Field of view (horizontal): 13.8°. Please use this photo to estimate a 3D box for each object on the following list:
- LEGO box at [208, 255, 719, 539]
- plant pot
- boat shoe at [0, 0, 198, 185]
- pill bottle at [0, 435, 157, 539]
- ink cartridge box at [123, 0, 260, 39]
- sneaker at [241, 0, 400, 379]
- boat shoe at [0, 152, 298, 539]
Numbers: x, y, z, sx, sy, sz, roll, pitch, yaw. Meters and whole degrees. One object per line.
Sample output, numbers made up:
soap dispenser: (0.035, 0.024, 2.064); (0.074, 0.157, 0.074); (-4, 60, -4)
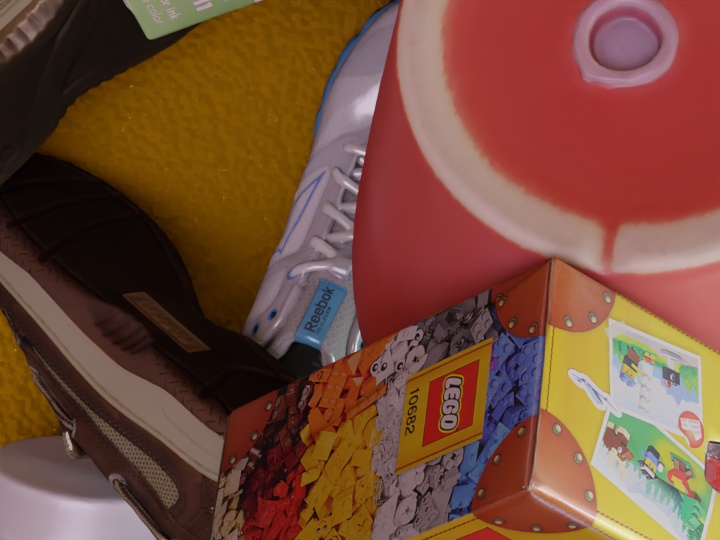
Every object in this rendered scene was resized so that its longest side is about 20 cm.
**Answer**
LEGO box: (0.075, 0.091, 0.891); (0.200, 0.077, 0.149); (29, 143, -31)
plant pot: (0.086, -0.035, 0.926); (0.200, 0.177, 0.201); (-2, 70, 5)
boat shoe: (-0.112, -0.097, 1.044); (0.201, 0.072, 0.066); (-43, 58, -8)
pill bottle: (-0.109, 0.168, 1.093); (0.109, 0.109, 0.201); (9, 103, 7)
ink cartridge box: (0.007, -0.164, 0.957); (0.199, 0.117, 0.067); (-18, 136, 10)
sneaker: (0.000, 0.000, 1.055); (0.075, 0.087, 0.201); (19, 102, 6)
boat shoe: (-0.091, 0.034, 1.042); (0.202, 0.075, 0.075); (46, 124, 42)
